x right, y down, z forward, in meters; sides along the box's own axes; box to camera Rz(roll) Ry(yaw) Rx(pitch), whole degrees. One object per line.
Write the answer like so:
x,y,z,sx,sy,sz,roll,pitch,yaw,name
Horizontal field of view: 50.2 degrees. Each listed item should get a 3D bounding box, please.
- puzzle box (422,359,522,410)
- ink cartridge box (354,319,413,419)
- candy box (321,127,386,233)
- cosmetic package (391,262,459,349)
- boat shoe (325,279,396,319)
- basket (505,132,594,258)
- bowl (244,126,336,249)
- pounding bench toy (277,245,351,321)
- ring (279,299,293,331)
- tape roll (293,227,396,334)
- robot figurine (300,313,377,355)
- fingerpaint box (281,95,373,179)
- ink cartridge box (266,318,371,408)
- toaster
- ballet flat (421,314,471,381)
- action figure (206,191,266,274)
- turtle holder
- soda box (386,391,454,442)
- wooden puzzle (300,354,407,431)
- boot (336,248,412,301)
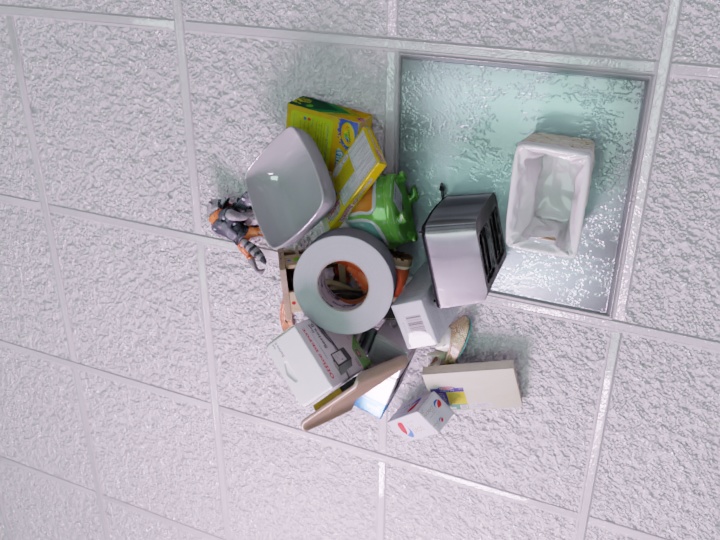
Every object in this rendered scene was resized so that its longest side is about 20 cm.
0.243,0.251,1.661,0.198,0.026,0.134,-6,133,17,puzzle box
0.063,0.201,1.700,0.083,0.145,0.201,26,122,10,ink cartridge box
-0.024,-0.174,1.508,0.200,0.026,0.103,-50,47,35,candy box
0.141,0.064,1.560,0.071,0.200,0.102,-13,108,30,cosmetic package
0.000,0.075,1.608,0.198,0.065,0.074,11,119,-11,boat shoe
0.350,-0.144,1.401,0.134,0.123,0.202,12,119,20,basket
-0.132,-0.162,1.542,0.199,0.074,0.201,-38,65,38,bowl
-0.101,0.000,1.706,0.154,0.200,0.125,-8,117,-6,pounding bench toy
-0.102,0.125,1.824,0.199,0.019,0.202,11,117,21,ring
-0.028,0.020,1.503,0.198,0.066,0.202,3,109,9,tape roll
-0.061,0.145,1.724,0.199,0.114,0.170,1,143,37,robot figurine
-0.072,-0.241,1.595,0.165,0.073,0.202,18,121,19,fingerpaint box
-0.081,0.171,1.549,0.084,0.200,0.146,-36,83,23,ink cartridge box
0.200,-0.051,1.491,0.118,0.181,0.202,-4,113,25,toaster
0.182,0.179,1.672,0.065,0.071,0.201,10,121,-11,ballet flat
-0.264,-0.107,1.741,0.193,0.105,0.200,35,124,-1,action figure
0.048,-0.118,1.563,0.130,0.185,0.143,-8,86,19,turtle holder
0.132,0.332,1.727,0.068,0.064,0.200,45,155,0,soda box
-0.015,0.244,1.565,0.200,0.184,0.037,-44,72,32,wooden puzzle
0.000,0.000,1.562,0.198,0.075,0.108,16,110,14,boot
